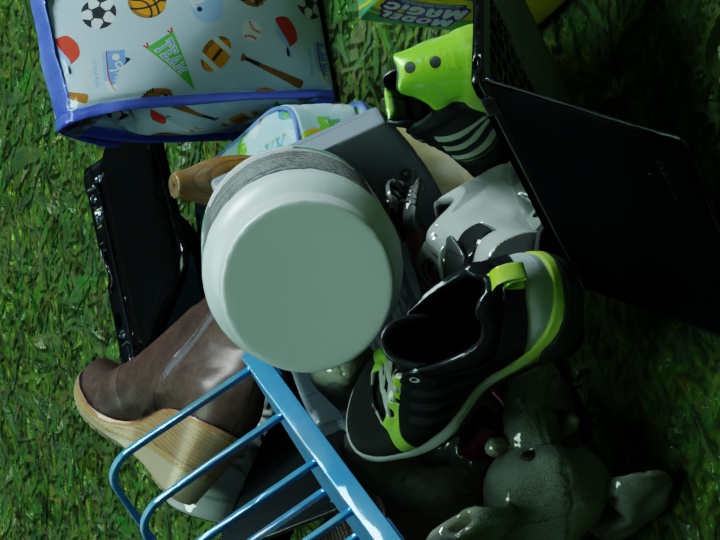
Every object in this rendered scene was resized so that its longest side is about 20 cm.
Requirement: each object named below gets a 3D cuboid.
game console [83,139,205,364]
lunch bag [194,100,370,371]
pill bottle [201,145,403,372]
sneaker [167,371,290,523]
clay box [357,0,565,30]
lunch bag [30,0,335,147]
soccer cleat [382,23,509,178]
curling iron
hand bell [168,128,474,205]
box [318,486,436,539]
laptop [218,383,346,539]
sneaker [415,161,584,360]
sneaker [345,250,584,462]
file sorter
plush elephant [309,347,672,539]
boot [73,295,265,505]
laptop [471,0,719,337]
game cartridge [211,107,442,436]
[{"bbox_3d":[-0.132,-0.018,1.980,0.116,0.176,0.201,-34,49,22],"label":"game console"},{"bbox_3d":[-0.044,-0.020,1.852,0.200,0.082,0.161,-34,64,60],"label":"lunch bag"},{"bbox_3d":[-0.035,-0.007,1.512,0.200,0.113,0.114,-114,23,-81],"label":"pill bottle"},{"bbox_3d":[-0.092,0.117,1.900,0.200,0.073,0.085,-61,-17,-73],"label":"sneaker"},{"bbox_3d":[0.077,-0.189,1.549,0.200,0.114,0.048,138,131,-57],"label":"clay box"},{"bbox_3d":[-0.139,-0.179,1.874,0.124,0.199,0.171,-30,70,56],"label":"lunch bag"},{"bbox_3d":[0.055,-0.100,1.589,0.200,0.081,0.068,75,-173,-75],"label":"soccer cleat"},{"bbox_3d":[0.053,0.020,1.655,0.050,0.025,0.200,-83,-23,-50],"label":"curling iron"},{"bbox_3d":[-0.029,-0.060,1.689,0.104,0.199,0.105,21,114,60],"label":"hand bell"},{"bbox_3d":[0.013,0.214,1.798,0.200,0.075,0.100,-57,45,53],"label":"box"},{"bbox_3d":[-0.029,0.164,1.798,0.177,0.103,0.201,-65,-20,-49],"label":"laptop"},{"bbox_3d":[0.078,0.003,1.537,0.200,0.088,0.074,-90,-20,-65],"label":"sneaker"},{"bbox_3d":[0.036,0.040,1.437,0.200,0.083,0.072,-42,54,43],"label":"sneaker"},{"bbox_3d":[-0.041,0.174,1.546,0.200,0.122,0.139,50,173,46],"label":"file sorter"},{"bbox_3d":[0.085,0.107,1.551,0.155,0.164,0.201,-12,90,58],"label":"plush elephant"},{"bbox_3d":[-0.113,0.056,1.832,0.167,0.072,0.200,-61,34,5],"label":"boot"},{"bbox_3d":[0.143,-0.075,1.447,0.187,0.115,0.201,60,-155,-47],"label":"laptop"},{"bbox_3d":[0.000,0.000,1.672,0.041,0.133,0.201,-113,2,-59],"label":"game cartridge"}]
